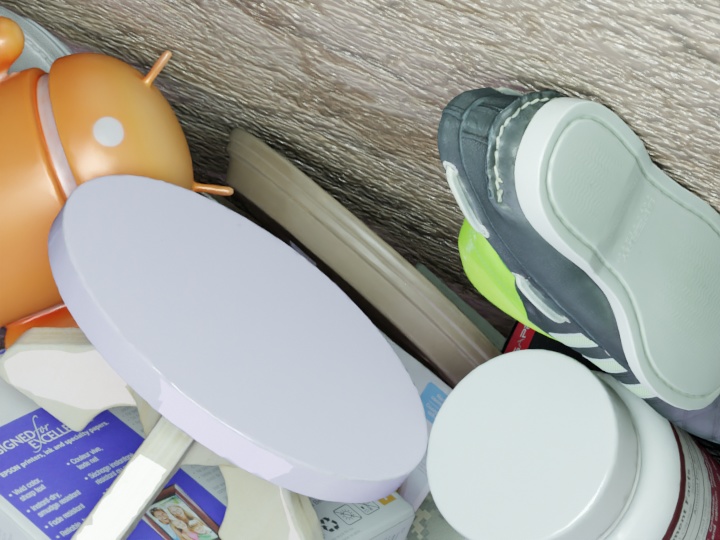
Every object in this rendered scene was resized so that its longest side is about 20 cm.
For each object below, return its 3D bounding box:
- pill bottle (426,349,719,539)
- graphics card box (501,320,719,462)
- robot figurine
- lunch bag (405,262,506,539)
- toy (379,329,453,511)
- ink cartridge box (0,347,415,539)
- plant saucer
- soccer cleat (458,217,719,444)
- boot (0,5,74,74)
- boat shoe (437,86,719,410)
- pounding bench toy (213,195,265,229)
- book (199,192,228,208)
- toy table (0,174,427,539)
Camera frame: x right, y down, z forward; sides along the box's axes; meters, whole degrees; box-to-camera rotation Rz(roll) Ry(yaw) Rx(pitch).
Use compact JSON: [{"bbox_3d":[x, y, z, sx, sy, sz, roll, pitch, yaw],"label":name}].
[{"bbox_3d":[0.116,0.116,1.270,0.114,0.115,0.200,21,170,34],"label":"pill bottle"},{"bbox_3d":[0.178,0.068,1.351,0.125,0.051,0.200,32,171,-31],"label":"graphics card box"},{"bbox_3d":[-0.169,-0.038,1.303,0.199,0.144,0.117,-21,153,8],"label":"robot figurine"},{"bbox_3d":[0.045,0.115,1.503,0.200,0.164,0.118,44,176,16],"label":"lunch bag"},{"bbox_3d":[-0.034,0.122,1.426,0.115,0.201,0.047,39,-152,19],"label":"toy"},{"bbox_3d":[-0.105,0.105,1.323,0.200,0.044,0.198,40,-142,21],"label":"ink cartridge box"},{"bbox_3d":[0.000,0.000,1.387,0.200,0.029,0.200,41,178,2],"label":"plant saucer"},{"bbox_3d":[0.132,0.021,1.162,0.199,0.068,0.081,26,164,11],"label":"soccer cleat"},{"bbox_3d":[-0.227,-0.123,1.335,0.199,0.074,0.096,28,179,-2],"label":"boot"},{"bbox_3d":[0.097,-0.012,1.051,0.060,0.076,0.200,19,157,39],"label":"boat shoe"},{"bbox_3d":[-0.089,0.030,1.626,0.199,0.157,0.124,-6,152,37],"label":"pounding bench toy"},{"bbox_3d":[-0.113,-0.039,1.490,0.133,0.048,0.200,32,-177,-41],"label":"book"},{"bbox_3d":[-0.076,0.060,1.237,0.200,0.117,0.184,44,-141,10],"label":"toy table"}]
